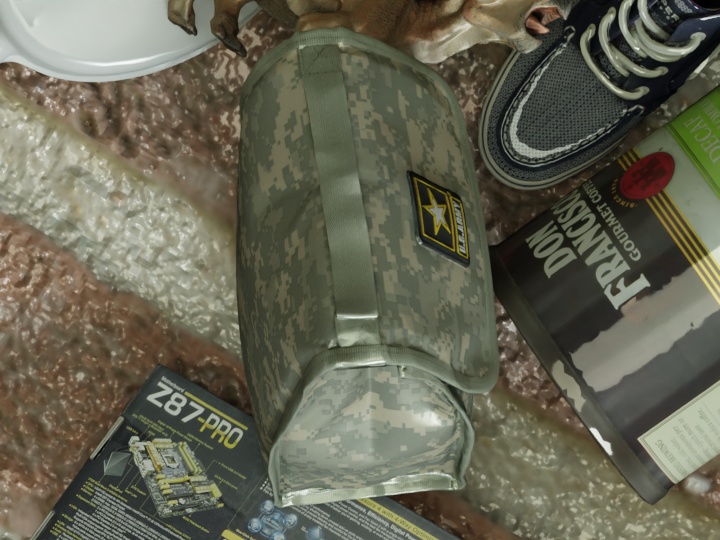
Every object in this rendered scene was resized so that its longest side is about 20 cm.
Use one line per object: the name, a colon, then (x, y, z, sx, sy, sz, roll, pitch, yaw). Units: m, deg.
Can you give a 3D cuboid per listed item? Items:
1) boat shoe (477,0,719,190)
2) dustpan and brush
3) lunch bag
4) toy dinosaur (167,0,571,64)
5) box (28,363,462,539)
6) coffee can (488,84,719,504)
boat shoe: (0.133, -0.116, 1.343, 0.075, 0.093, 0.200, 44, 96, -1)
dustpan and brush: (-0.160, -0.130, 1.387, 0.200, 0.057, 0.140, -39, 104, 0)
lunch bag: (0.000, 0.000, 1.283, 0.117, 0.200, 0.165, -6, 69, -3)
toy dinosaur: (-0.010, -0.147, 1.342, 0.200, 0.086, 0.136, 36, 86, -6)
box: (-0.060, 0.160, 1.347, 0.199, 0.049, 0.162, 29, 69, 15)
coffee can: (0.177, -0.005, 1.324, 0.200, 0.146, 0.147, -36, 92, 5)
